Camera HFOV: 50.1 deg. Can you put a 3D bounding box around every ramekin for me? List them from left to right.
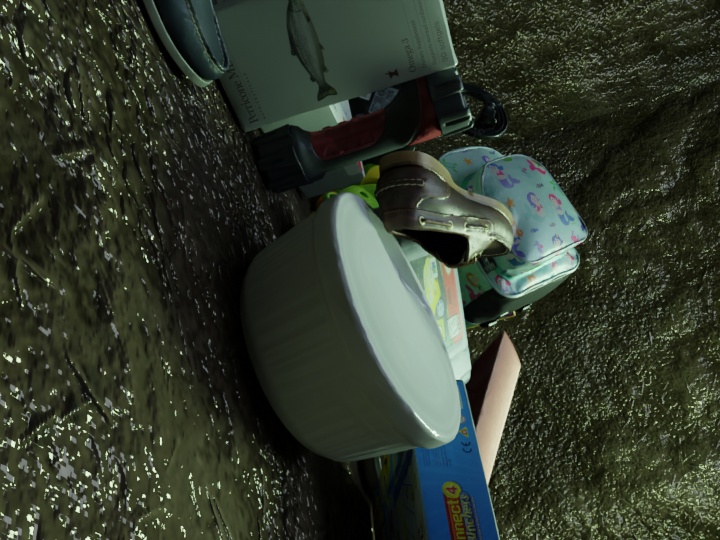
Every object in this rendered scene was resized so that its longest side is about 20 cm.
[{"bbox_3d":[-0.008,0.049,0.581,0.203,0.094,0.203,55,20,-30],"label":"ramekin"}]

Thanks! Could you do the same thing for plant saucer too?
[{"bbox_3d":[0.125,0.193,0.884,0.200,0.037,0.200,111,1,-64],"label":"plant saucer"}]

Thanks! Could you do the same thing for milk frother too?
[{"bbox_3d":[0.073,-0.178,1.050,0.200,0.181,0.188,35,-20,7],"label":"milk frother"}]

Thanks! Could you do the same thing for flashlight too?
[{"bbox_3d":[0.000,-0.133,0.711,0.068,0.199,0.068,13,62,-80],"label":"flashlight"}]

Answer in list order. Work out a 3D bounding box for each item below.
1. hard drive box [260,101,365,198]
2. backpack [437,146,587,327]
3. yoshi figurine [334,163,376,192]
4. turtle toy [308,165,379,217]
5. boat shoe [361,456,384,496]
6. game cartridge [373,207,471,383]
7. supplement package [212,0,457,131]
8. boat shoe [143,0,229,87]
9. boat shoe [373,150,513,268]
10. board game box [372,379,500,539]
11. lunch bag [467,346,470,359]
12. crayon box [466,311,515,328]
[{"bbox_3d":[-0.066,-0.208,0.851,0.156,0.077,0.201,57,19,-62],"label":"hard drive box"},{"bbox_3d":[0.156,-0.057,0.926,0.200,0.177,0.151,56,-42,17],"label":"backpack"},{"bbox_3d":[0.025,-0.077,0.985,0.200,0.112,0.112,23,80,-69],"label":"yoshi figurine"},{"bbox_3d":[0.000,0.000,0.779,0.200,0.101,0.146,62,36,-36],"label":"turtle toy"},{"bbox_3d":[0.059,0.227,0.857,0.200,0.076,0.072,52,23,-69],"label":"boat shoe"},{"bbox_3d":[0.057,0.033,0.735,0.133,0.041,0.201,-20,103,-56],"label":"game cartridge"},{"bbox_3d":[-0.031,-0.225,0.677,0.118,0.199,0.117,-97,168,-48],"label":"supplement package"},{"bbox_3d":[-0.127,-0.231,0.532,0.075,0.062,0.201,-85,158,-73],"label":"boat shoe"},{"bbox_3d":[0.077,-0.037,0.677,0.200,0.070,0.071,20,60,-49],"label":"boat shoe"},{"bbox_3d":[0.058,0.231,0.649,0.200,0.056,0.196,-97,-167,-49],"label":"board game box"},{"bbox_3d":[0.058,0.084,0.925,0.136,0.132,0.201,-25,99,-82],"label":"lunch bag"},{"bbox_3d":[0.107,0.046,1.090,0.173,0.199,0.058,-62,134,-79],"label":"crayon box"}]
